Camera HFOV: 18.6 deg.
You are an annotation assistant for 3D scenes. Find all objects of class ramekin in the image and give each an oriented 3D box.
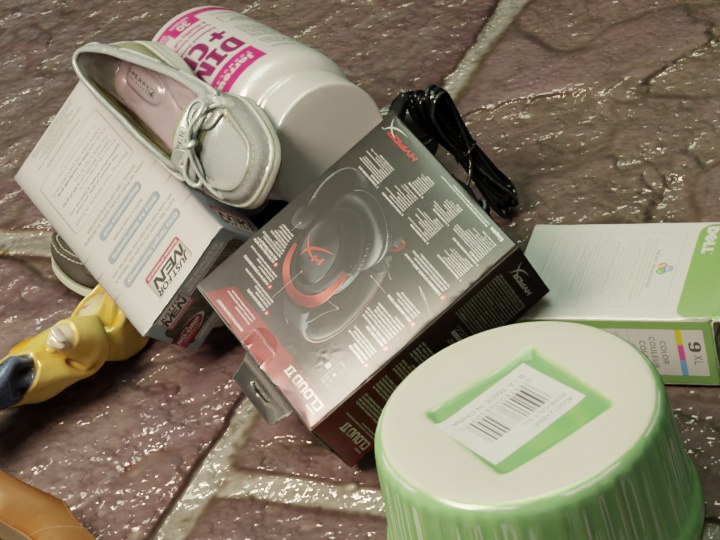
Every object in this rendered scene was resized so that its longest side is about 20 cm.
[{"bbox_3d":[0.103,0.120,1.328,0.199,0.098,0.200,-11,34,8],"label":"ramekin"}]

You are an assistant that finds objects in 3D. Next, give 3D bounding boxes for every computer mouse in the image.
[{"bbox_3d":[0.062,-0.049,1.551,0.046,0.141,0.200,-25,26,33],"label":"computer mouse"}]

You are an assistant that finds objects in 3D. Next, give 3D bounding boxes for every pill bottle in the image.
[{"bbox_3d":[-0.073,-0.118,1.614,0.113,0.114,0.200,-30,33,-20],"label":"pill bottle"}]

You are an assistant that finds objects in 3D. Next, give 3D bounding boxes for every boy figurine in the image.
[{"bbox_3d":[-0.227,0.060,1.563,0.200,0.065,0.124,-30,-3,-37],"label":"boy figurine"}]

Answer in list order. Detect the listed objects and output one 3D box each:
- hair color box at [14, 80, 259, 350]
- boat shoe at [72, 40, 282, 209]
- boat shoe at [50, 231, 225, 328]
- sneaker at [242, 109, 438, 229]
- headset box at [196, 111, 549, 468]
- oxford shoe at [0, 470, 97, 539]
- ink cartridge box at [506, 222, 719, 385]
[{"bbox_3d":[-0.161,-0.044,1.595,0.099,0.060,0.200,-54,52,13],"label":"hair color box"},{"bbox_3d":[-0.128,-0.105,1.534,0.065,0.075,0.202,4,29,-43],"label":"boat shoe"},{"bbox_3d":[-0.166,-0.013,1.672,0.200,0.061,0.072,15,45,38],"label":"boat shoe"},{"bbox_3d":[-0.042,-0.101,1.732,0.199,0.076,0.116,-19,35,1],"label":"sneaker"},{"bbox_3d":[-0.001,0.019,1.452,0.200,0.075,0.149,-42,56,0],"label":"headset box"},{"bbox_3d":[-0.235,0.165,1.453,0.071,0.072,0.200,-19,36,-35],"label":"oxford shoe"},{"bbox_3d":[0.202,0.021,1.464,0.199,0.060,0.104,-1,38,24],"label":"ink cartridge box"}]
